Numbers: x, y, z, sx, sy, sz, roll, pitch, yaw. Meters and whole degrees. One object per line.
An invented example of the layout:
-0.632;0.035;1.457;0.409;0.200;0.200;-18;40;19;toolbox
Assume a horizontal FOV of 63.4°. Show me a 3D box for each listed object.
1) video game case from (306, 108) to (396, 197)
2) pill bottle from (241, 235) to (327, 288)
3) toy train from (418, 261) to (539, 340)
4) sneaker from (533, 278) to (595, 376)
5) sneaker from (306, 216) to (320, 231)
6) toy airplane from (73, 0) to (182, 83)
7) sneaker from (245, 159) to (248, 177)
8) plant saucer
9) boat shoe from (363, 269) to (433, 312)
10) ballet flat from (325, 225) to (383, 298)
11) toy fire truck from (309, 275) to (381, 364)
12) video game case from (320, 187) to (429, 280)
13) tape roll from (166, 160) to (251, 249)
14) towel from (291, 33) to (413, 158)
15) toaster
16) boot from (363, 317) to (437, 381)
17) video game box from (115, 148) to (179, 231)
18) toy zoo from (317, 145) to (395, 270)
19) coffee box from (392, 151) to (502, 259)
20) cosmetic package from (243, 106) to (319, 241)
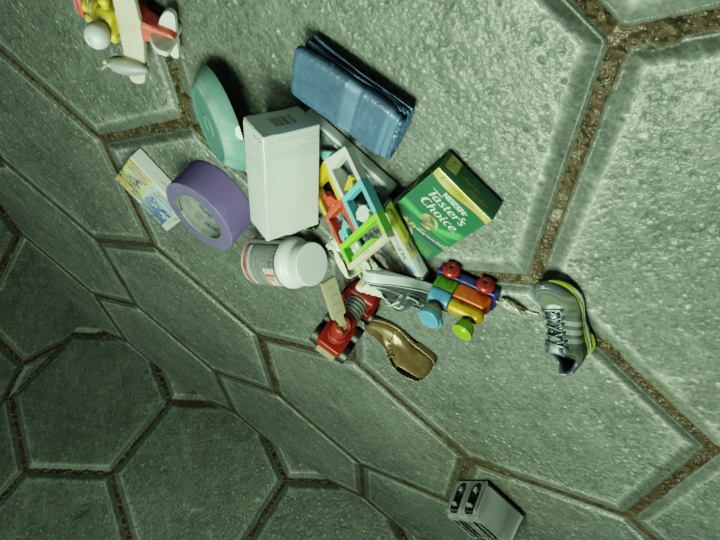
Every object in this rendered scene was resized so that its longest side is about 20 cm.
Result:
-0.046;-0.176;1.075;0.199;0.023;0.182;40;151;-4;video game case
-0.175;-0.020;1.337;0.197;0.117;0.117;5;138;44;pill bottle
0.209;0.077;1.051;0.197;0.116;0.086;25;149;22;toy train
0.337;0.096;0.972;0.073;0.081;0.202;-1;133;47;sneaker
-0.170;-0.156;1.193;0.089;0.067;0.201;-6;131;47;sneaker
-0.411;-0.425;1.012;0.196;0.142;0.202;5;137;43;toy airplane
-0.182;-0.184;1.072;0.073;0.087;0.205;14;114;20;sneaker
-0.270;-0.275;1.087;0.201;0.035;0.202;52;158;31;plant saucer
0.075;0.043;1.096;0.071;0.070;0.198;16;-179;40;boat shoe
0.000;0.000;1.126;0.071;0.072;0.201;-5;132;50;ballet flat
-0.030;0.077;1.251;0.128;0.177;0.201;35;150;3;toy fire truck
0.017;-0.070;1.082;0.198;0.026;0.182;16;148;46;video game case
-0.358;-0.153;1.386;0.197;0.086;0.202;27;150;17;tape roll
-0.016;-0.264;0.897;0.198;0.049;0.112;35;150;4;towel
0.381;0.742;1.775;0.199;0.119;0.180;42;151;-8;toaster
0.082;0.185;1.380;0.198;0.076;0.074;33;152;11;boot
-0.551;-0.209;1.559;0.200;0.047;0.181;48;146;-17;video game box
-0.023;-0.119;1.005;0.131;0.020;0.204;-38;74;50;toy zoo
0.128;-0.100;0.967;0.123;0.044;0.199;43;150;-8;coffee box
-0.134;-0.165;1.012;0.081;0.111;0.203;45;142;38;cosmetic package
